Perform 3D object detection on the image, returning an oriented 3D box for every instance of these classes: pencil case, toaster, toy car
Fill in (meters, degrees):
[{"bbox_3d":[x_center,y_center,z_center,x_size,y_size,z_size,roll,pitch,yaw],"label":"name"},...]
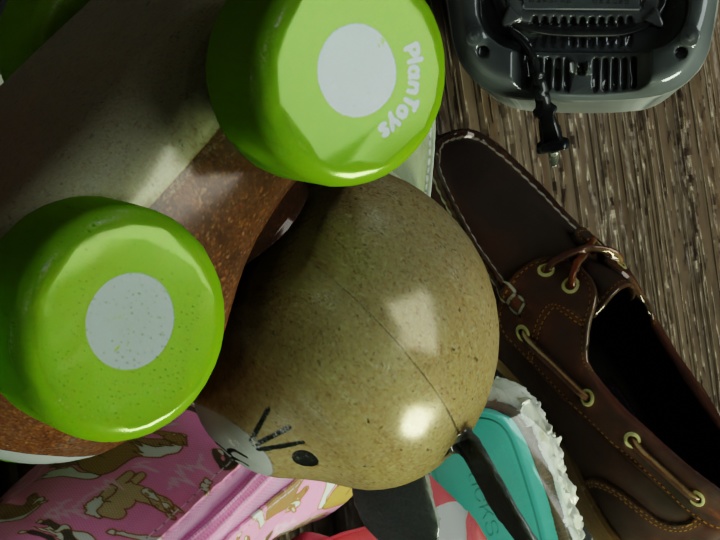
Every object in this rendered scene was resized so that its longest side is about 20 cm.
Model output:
[{"bbox_3d":[-0.075,0.086,0.742,0.200,0.082,0.087,-41,156,-51],"label":"pencil case"},{"bbox_3d":[0.092,-0.139,1.005,0.129,0.113,0.202,18,72,-84],"label":"toaster"},{"bbox_3d":[-0.024,0.023,0.659,0.158,0.164,0.200,-48,117,-16],"label":"toy car"}]

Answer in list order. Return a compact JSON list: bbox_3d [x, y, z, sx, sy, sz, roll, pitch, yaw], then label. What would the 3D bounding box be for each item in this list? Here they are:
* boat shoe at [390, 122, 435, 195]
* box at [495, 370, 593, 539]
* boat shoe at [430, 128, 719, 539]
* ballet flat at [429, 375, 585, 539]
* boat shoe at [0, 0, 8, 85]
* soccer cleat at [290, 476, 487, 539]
[{"bbox_3d":[0.000,0.000,0.907,0.072,0.062,0.201,53,42,-38],"label":"boat shoe"},{"bbox_3d":[0.067,0.144,1.003,0.161,0.044,0.201,58,40,-35],"label":"box"},{"bbox_3d":[0.088,0.022,0.966,0.070,0.070,0.201,-28,78,-37],"label":"boat shoe"},{"bbox_3d":[0.069,0.132,0.911,0.072,0.071,0.202,-22,103,-57],"label":"ballet flat"},{"bbox_3d":[-0.109,-0.062,0.735,0.069,0.070,0.202,-27,110,-57],"label":"boat shoe"},{"bbox_3d":[-0.019,0.129,0.800,0.200,0.068,0.074,-33,91,-50],"label":"soccer cleat"}]
